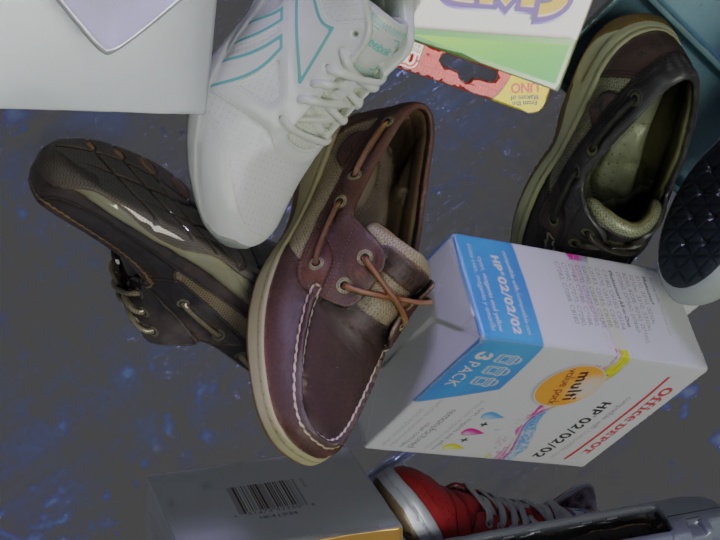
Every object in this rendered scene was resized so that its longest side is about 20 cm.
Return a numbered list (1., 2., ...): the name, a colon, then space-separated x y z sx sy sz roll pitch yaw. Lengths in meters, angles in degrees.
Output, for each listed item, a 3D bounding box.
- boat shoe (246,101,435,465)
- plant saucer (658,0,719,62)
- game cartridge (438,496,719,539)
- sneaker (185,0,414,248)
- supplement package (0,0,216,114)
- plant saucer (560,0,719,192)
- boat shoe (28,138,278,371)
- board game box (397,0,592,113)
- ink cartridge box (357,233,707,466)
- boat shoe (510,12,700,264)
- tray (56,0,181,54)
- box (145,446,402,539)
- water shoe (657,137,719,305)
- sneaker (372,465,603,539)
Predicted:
1. boat shoe: 0.000 0.000 0.817 0.072 0.072 0.200 38 53 -34
2. plant saucer: 0.231 -0.141 0.940 0.200 0.019 0.070 37 95 -28
3. game cartridge: 0.112 0.203 0.948 0.200 0.042 0.133 -6 129 -19
4. sneaker: -0.024 -0.103 0.794 0.070 0.080 0.201 19 91 -57
5. supplement package: -0.147 -0.181 0.727 0.155 0.111 0.200 0 111 -21
6. plant saucer: 0.191 -0.084 0.932 0.200 0.019 0.070 37 110 -29
7. boat shoe: -0.092 0.006 0.840 0.200 0.075 0.073 33 107 -30
8. board game box: 0.087 -0.187 0.848 0.095 0.030 0.200 18 106 -7
9. ink cartridge box: 0.105 0.050 0.897 0.200 0.068 0.115 8 142 -34
10. boat shoe: 0.135 -0.040 0.896 0.072 0.066 0.201 2 125 -19
11. tray: -0.064 -0.193 0.678 0.200 0.022 0.107 -40 120 -2
12. box: -0.051 0.217 0.929 0.124 0.097 0.200 -7 113 -18
13. water shoe: 0.238 -0.056 0.888 0.079 0.071 0.200 38 78 -33
14. sneaker: 0.096 0.156 0.976 0.112 0.071 0.200 -39 126 2
